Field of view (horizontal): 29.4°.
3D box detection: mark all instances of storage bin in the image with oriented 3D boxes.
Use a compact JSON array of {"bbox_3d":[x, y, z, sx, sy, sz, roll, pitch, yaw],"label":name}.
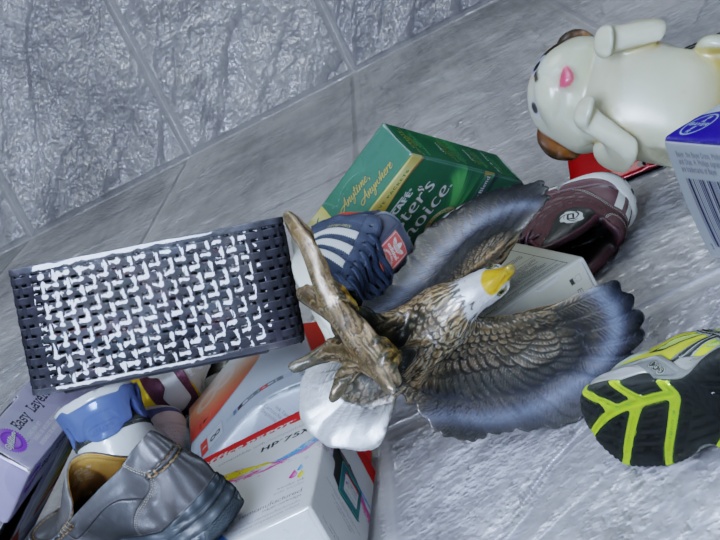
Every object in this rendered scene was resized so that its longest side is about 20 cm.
[{"bbox_3d":[-0.146,0.024,1.018,0.198,0.095,0.135,-10,3,-2],"label":"storage bin"}]

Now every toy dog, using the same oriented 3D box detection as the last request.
[{"bbox_3d":[0.236,-0.147,1.148,0.198,0.141,0.193,11,9,26],"label":"toy dog"}]

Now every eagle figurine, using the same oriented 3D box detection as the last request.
[{"bbox_3d":[0.061,0.029,0.849,0.199,0.154,0.150,-10,11,-44],"label":"eagle figurine"}]

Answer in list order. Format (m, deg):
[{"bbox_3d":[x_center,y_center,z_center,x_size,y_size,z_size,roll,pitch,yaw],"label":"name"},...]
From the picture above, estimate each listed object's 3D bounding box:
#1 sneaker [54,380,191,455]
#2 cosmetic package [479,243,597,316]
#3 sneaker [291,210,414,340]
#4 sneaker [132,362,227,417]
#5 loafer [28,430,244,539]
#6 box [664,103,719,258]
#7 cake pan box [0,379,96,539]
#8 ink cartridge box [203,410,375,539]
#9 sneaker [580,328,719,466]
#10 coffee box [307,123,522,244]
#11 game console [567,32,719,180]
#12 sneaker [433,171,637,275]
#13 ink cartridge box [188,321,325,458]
[{"bbox_3d":[-0.168,0.162,1.043,0.080,0.116,0.200,-23,-15,0],"label":"sneaker"},{"bbox_3d":[0.094,0.035,1.010,0.105,0.072,0.200,-32,15,-11],"label":"cosmetic package"},{"bbox_3d":[0.000,0.000,0.985,0.084,0.075,0.200,-23,23,2],"label":"sneaker"},{"bbox_3d":[-0.149,0.088,1.227,0.090,0.075,0.200,-35,5,6],"label":"sneaker"},{"bbox_3d":[-0.152,0.140,0.841,0.199,0.073,0.073,-24,17,44],"label":"loafer"},{"bbox_3d":[0.341,-0.088,0.917,0.199,0.106,0.184,-30,15,-11],"label":"box"},{"bbox_3d":[-0.278,0.171,1.082,0.185,0.052,0.200,-63,1,21],"label":"cake pan box"},{"bbox_3d":[-0.057,0.154,0.882,0.115,0.068,0.200,-27,15,11],"label":"ink cartridge box"},{"bbox_3d":[0.206,0.056,0.729,0.076,0.076,0.199,-38,19,-34],"label":"sneaker"},{"bbox_3d":[0.049,-0.056,1.197,0.123,0.044,0.199,-51,-28,19],"label":"coffee box"},{"bbox_3d":[0.307,-0.145,1.350,0.198,0.120,0.172,-21,-16,22],"label":"game console"},{"bbox_3d":[0.129,-0.017,1.129,0.198,0.076,0.116,-22,19,21],"label":"sneaker"},{"bbox_3d":[-0.058,0.072,1.070,0.201,0.050,0.162,-53,14,6],"label":"ink cartridge box"}]
